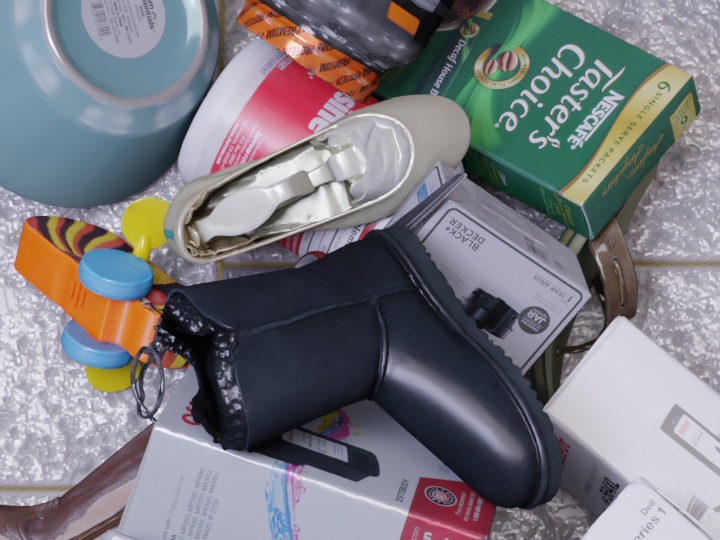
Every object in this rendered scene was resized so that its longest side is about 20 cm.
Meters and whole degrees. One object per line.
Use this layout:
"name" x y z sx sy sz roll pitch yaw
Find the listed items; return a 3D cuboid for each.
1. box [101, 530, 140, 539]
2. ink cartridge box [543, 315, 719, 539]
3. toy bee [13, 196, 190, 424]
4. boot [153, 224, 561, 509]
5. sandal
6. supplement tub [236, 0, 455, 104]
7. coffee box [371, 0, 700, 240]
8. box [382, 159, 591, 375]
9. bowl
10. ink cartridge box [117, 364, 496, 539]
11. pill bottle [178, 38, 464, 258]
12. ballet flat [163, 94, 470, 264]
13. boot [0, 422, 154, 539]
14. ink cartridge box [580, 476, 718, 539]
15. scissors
"box" -0.085 0.281 1.505 0.199 0.171 0.200 20 73 5
"ink cartridge box" 0.205 0.135 1.657 0.200 0.146 0.084 39 78 11
"toy bee" -0.134 0.033 1.705 0.108 0.131 0.201 0 50 -35
"boot" -0.004 0.073 1.508 0.167 0.077 0.201 -20 63 -30
"sandal" 0.157 -0.002 1.729 0.057 0.080 0.202 21 73 17
"supplement tub" 0.016 -0.211 1.656 0.122 0.122 0.201 33 94 9
"coffee box" 0.106 -0.114 1.746 0.200 0.044 0.123 32 70 31
"box" 0.033 0.046 1.656 0.116 0.060 0.200 32 109 -20
"bowl" -0.169 -0.147 1.717 0.200 0.105 0.202 6 78 -28
"ink cartridge box" -0.025 0.130 1.565 0.199 0.146 0.083 19 110 2
"pill bottle" -0.007 -0.054 1.729 0.199 0.112 0.113 32 75 8
"ballet flat" -0.026 -0.053 1.641 0.199 0.069 0.070 -23 74 4
"boot" -0.183 0.132 1.694 0.199 0.064 0.187 -33 89 -7
"ink cartridge box" 0.141 0.220 1.601 0.084 0.200 0.146 40 77 11
"scissors" 0.000 0.000 1.622 0.014 0.200 0.073 34 58 -21
